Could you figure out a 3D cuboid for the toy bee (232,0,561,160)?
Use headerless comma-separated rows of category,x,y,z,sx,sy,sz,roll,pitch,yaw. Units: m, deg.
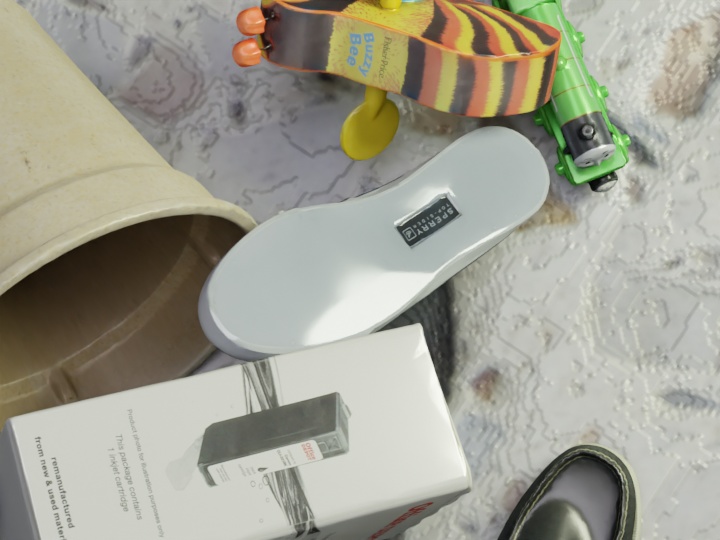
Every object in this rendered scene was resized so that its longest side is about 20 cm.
toy bee,-0.008,-0.115,1.090,0.200,0.109,0.131,6,117,37

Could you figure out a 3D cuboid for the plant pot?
plant pot,-0.178,-0.032,1.079,0.200,0.200,0.184,-35,67,-1

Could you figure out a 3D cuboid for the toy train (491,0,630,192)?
toy train,0.089,-0.134,1.125,0.042,0.056,0.200,-23,78,1

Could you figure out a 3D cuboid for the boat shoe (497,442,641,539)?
boat shoe,0.083,0.177,1.064,0.072,0.068,0.200,25,82,11

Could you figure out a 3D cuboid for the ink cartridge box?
ink cartridge box,-0.066,0.099,1.025,0.200,0.144,0.084,-12,77,-18

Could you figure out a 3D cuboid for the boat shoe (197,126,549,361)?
boat shoe,-0.002,-0.004,1.079,0.202,0.086,0.075,-32,83,-30
